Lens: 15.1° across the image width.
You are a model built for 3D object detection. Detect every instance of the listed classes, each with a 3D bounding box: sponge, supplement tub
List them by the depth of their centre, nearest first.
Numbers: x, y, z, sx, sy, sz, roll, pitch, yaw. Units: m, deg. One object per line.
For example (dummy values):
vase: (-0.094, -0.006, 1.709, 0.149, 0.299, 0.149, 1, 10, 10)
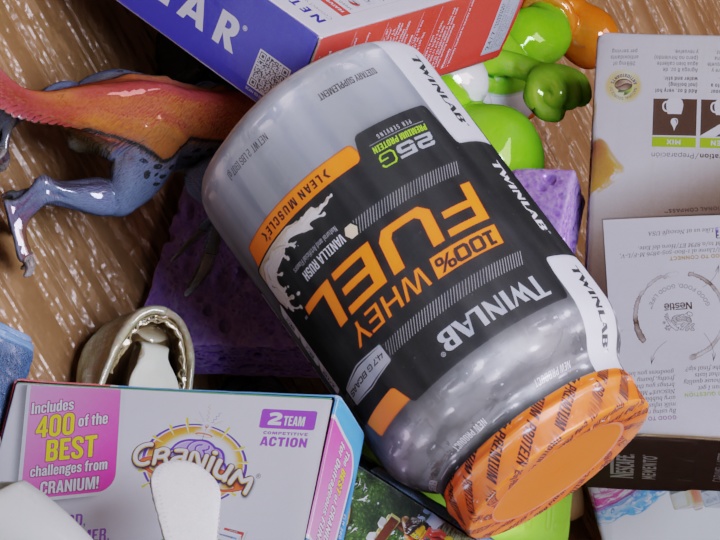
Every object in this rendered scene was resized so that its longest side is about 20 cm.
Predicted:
supplement tub: (0.030, 0.009, 1.182, 0.122, 0.123, 0.200, -11, 58, -52)
sponge: (0.000, 0.000, 1.300, 0.030, 0.199, 0.112, 68, 29, -50)

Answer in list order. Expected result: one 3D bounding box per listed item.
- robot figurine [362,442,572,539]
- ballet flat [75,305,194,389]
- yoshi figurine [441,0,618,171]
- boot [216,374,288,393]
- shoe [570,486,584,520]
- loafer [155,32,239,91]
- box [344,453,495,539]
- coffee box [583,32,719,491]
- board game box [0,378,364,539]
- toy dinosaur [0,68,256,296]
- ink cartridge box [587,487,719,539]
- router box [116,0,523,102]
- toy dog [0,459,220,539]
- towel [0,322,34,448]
robot figurine: (0.051, 0.076, 1.355, 0.175, 0.115, 0.201, 27, 68, -80)
ballet flat: (-0.111, 0.108, 1.223, 0.067, 0.062, 0.201, 13, 65, -22)
yoshi figurine: (0.070, -0.079, 1.401, 0.200, 0.112, 0.113, -37, 131, -58)
boot: (-0.014, 0.147, 1.291, 0.070, 0.132, 0.201, -13, 97, -10)
shoe: (0.073, 0.051, 1.491, 0.070, 0.053, 0.200, -96, 166, -74)
loafer: (-0.019, -0.094, 1.401, 0.200, 0.070, 0.068, 18, 64, -48)
box: (-0.014, 0.190, 1.191, 0.200, 0.136, 0.038, -59, 172, 5)
coffee box: (0.149, -0.002, 1.323, 0.114, 0.079, 0.201, 72, 20, -72)
board game box: (-0.091, 0.145, 1.116, 0.040, 0.153, 0.200, 59, 39, -57)
toy dinosaur: (-0.077, -0.054, 1.249, 0.181, 0.200, 0.105, -15, 74, -8)
ink cartridge box: (0.202, 0.092, 1.522, 0.145, 0.144, 0.201, -16, 92, -77)
router box: (-0.047, -0.159, 1.309, 0.200, 0.049, 0.179, 37, 32, 23)
toy dog: (-0.112, 0.124, 1.062, 0.200, 0.132, 0.096, 38, 2, 12)
towel: (-0.225, 0.029, 1.126, 0.200, 0.048, 0.112, 42, 49, -35)
